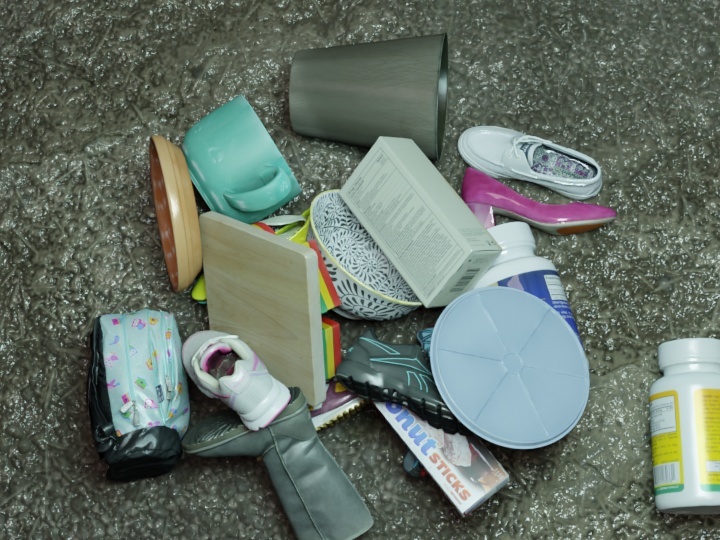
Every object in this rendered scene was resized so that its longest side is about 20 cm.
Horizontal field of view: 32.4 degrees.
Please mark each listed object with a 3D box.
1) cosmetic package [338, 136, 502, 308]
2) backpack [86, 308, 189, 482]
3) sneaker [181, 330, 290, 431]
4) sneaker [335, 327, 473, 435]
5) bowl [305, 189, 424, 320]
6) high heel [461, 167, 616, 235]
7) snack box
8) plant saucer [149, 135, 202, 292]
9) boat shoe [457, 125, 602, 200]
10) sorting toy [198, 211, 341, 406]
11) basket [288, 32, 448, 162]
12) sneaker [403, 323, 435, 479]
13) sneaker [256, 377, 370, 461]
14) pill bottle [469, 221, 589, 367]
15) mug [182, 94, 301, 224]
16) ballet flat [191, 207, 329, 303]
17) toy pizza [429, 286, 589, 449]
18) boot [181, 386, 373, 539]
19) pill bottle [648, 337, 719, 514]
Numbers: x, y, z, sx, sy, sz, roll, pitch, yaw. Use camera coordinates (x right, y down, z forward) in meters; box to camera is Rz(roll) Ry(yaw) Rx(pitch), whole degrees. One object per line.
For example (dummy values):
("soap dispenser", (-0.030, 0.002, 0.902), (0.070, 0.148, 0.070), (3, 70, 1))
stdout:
("cosmetic package", (0.072, -0.061, 1.540), (0.104, 0.073, 0.200), (-51, 61, 29))
("backpack", (-0.278, 0.150, 1.550), (0.126, 0.167, 0.202), (-4, 69, -15))
("sneaker", (-0.162, 0.109, 1.474), (0.081, 0.088, 0.200), (-47, 36, -14))
("sneaker", (0.070, 0.129, 1.462), (0.199, 0.076, 0.080), (22, 65, 16))
("bowl", (0.000, 0.000, 1.576), (0.201, 0.200, 0.094), (45, 121, 14))
("high heel", (0.232, -0.096, 1.626), (0.198, 0.067, 0.097), (-4, 77, 14))
("snack box", (0.088, 0.195, 1.483), (0.072, 0.024, 0.200), (-37, 65, -8))
("plant saucer", (-0.235, -0.074, 1.584), (0.037, 0.200, 0.202), (-9, 72, -14))
("boat shoe", (0.224, -0.148, 1.637), (0.199, 0.069, 0.072), (26, 77, 11))
("sorting toy", (-0.103, 0.036, 1.526), (0.069, 0.200, 0.199), (-24, 32, -39))
("basket", (0.012, -0.232, 1.648), (0.198, 0.136, 0.182), (2, 66, 8))
("sneaker", (0.083, 0.163, 1.563), (0.095, 0.079, 0.201), (11, 69, 25))
("sneaker", (-0.062, 0.157, 1.563), (0.199, 0.075, 0.090), (-29, 79, -6))
("pill bottle", (0.200, 0.049, 1.554), (0.119, 0.120, 0.201), (-17, 73, -1))
("mug", (-0.162, -0.135, 1.601), (0.114, 0.185, 0.153), (-32, 90, -3))
("ballet flat", (-0.137, -0.026, 1.623), (0.199, 0.067, 0.067), (-23, 28, -6))
("toy pizza", (0.171, 0.113, 1.436), (0.199, 0.032, 0.202), (8, 62, -15))
("boot", (-0.100, 0.255, 1.508), (0.181, 0.073, 0.201), (-17, 113, 17))
("pill bottle", (0.408, 0.189, 1.502), (0.112, 0.113, 0.202), (-1, 73, 4))
